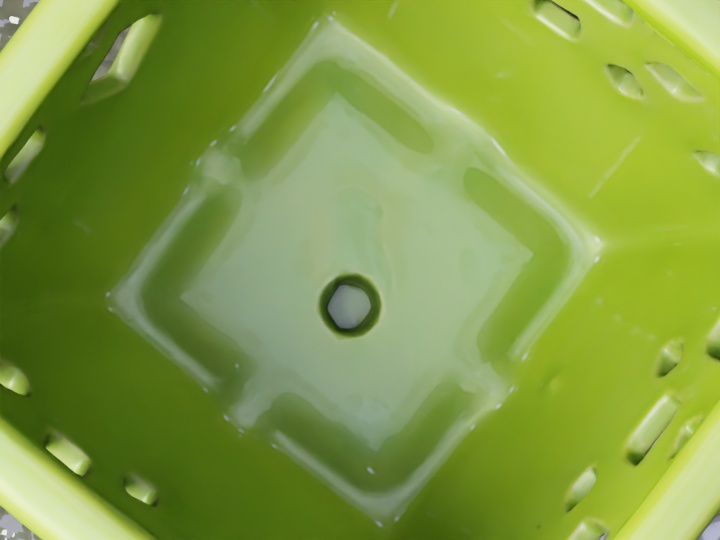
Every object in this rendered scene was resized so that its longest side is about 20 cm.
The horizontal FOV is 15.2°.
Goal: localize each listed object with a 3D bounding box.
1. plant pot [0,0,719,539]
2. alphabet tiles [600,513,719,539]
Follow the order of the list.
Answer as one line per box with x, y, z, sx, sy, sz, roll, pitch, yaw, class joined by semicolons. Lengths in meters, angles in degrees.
0.000;0.000;0.713;0.199;0.181;0.200;39;87;-1;plant pot
0.034;0.055;0.808;0.167;0.008;0.201;-20;90;-3;alphabet tiles
